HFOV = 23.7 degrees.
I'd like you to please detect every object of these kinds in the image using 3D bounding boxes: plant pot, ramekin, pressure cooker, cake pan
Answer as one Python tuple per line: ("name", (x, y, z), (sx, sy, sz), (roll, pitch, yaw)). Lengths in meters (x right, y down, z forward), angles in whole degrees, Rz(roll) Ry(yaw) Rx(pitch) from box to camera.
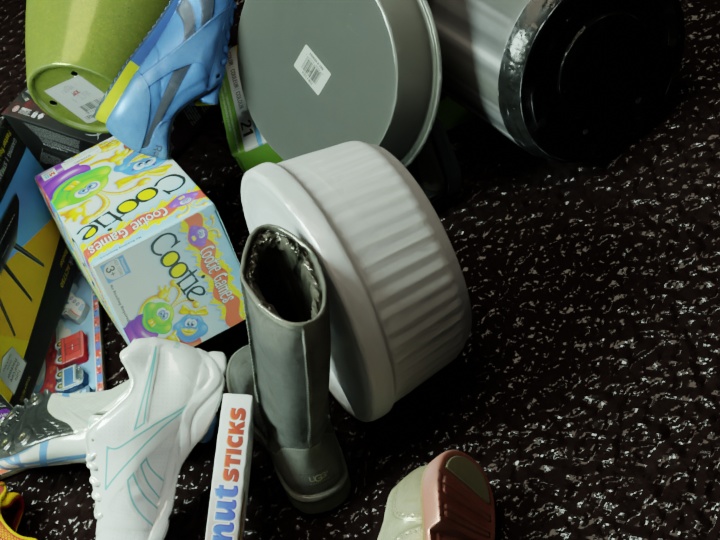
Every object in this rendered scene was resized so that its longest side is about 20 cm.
("plant pot", (-0.206, -0.223, 1.450), (0.187, 0.187, 0.200), (-3, 56, 26))
("ramekin", (0.000, 0.000, 1.224), (0.094, 0.203, 0.202), (-26, 41, -15))
("pressure cooker", (0.130, -0.196, 1.347), (0.179, 0.176, 0.200), (-40, 42, -8))
("cake pan", (-0.024, -0.159, 1.312), (0.200, 0.201, 0.037), (20, 25, 40))

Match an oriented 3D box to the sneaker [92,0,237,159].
("sneaker", (-0.129, -0.180, 1.357), (0.200, 0.078, 0.066), (-58, 5, -8))

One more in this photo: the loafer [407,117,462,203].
("loafer", (0.014, -0.139, 1.342), (0.063, 0.200, 0.072), (-29, 10, -17))

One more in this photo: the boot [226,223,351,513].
("boot", (-0.060, 0.050, 1.191), (0.072, 0.200, 0.182), (-26, 43, -13))

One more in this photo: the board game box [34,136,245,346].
("board game box", (-0.173, -0.023, 1.360), (0.103, 0.105, 0.200), (-28, 30, -11))

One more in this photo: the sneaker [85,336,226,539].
("sneaker", (-0.164, 0.140, 1.210), (0.070, 0.080, 0.201), (-152, 82, -74))

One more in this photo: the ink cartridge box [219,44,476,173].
("ink cartridge box", (-0.015, -0.157, 1.461), (0.200, 0.076, 0.148), (-24, 43, 7))

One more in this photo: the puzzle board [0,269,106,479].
("puzzle board", (-0.282, 0.086, 1.415), (0.150, 0.017, 0.200), (-21, 42, 8))

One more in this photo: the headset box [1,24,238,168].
("headset box", (-0.206, -0.174, 1.580), (0.149, 0.077, 0.200), (20, 63, 40))

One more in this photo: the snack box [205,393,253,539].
("snack box", (-0.092, 0.187, 1.156), (0.024, 0.072, 0.200), (5, 56, -1))

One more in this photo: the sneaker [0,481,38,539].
("sneaker", (-0.301, 0.184, 1.307), (0.077, 0.073, 0.200), (-29, 47, -24))

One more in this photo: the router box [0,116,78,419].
("router box", (-0.299, -0.001, 1.386), (0.051, 0.149, 0.200), (-7, 47, 24))

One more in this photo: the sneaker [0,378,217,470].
("sneaker", (-0.201, 0.124, 1.297), (0.200, 0.073, 0.072), (-14, 34, 24))

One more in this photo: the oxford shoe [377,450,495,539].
("oxford shoe", (0.041, 0.215, 1.098), (0.074, 0.071, 0.200), (-29, 36, 39))
